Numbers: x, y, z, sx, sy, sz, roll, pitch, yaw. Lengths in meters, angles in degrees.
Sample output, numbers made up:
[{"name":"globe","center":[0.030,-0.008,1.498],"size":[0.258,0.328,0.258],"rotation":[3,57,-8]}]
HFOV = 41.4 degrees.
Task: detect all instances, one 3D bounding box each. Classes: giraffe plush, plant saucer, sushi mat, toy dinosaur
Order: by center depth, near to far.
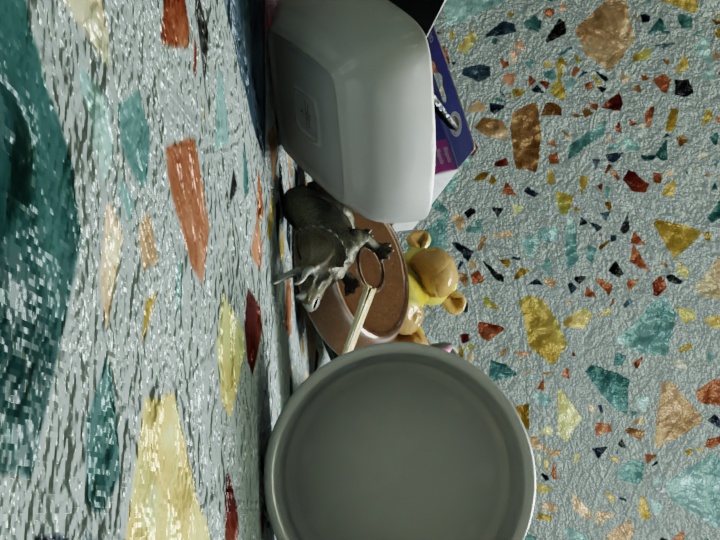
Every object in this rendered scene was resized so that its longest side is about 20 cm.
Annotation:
[{"name":"sushi mat","center":[-0.024,0.108,0.883],"size":[0.096,0.012,0.201],"rotation":[64,46,-88]},{"name":"toy dinosaur","center":[-0.034,-0.042,0.893],"size":[0.102,0.077,0.200],"rotation":[39,21,-40]},{"name":"plant saucer","center":[0.000,0.000,1.046],"size":[0.200,0.034,0.201],"rotation":[27,56,-50]},{"name":"giraffe plush","center":[0.066,0.027,1.290],"size":[0.200,0.162,0.173],"rotation":[22,-48,59]}]

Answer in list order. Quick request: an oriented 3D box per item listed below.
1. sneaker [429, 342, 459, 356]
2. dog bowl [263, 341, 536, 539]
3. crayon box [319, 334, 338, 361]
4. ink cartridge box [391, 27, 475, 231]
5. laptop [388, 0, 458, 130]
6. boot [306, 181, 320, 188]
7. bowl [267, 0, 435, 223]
[{"name":"sneaker","center":[0.050,0.169,1.135],"size":[0.095,0.200,0.079],"rotation":[49,4,0]},{"name":"dog bowl","center":[0.029,0.158,0.730],"size":[0.079,0.199,0.201],"rotation":[88,-1,-79]},{"name":"crayon box","center":[-0.012,0.072,1.162],"size":[0.200,0.051,0.127],"rotation":[-69,136,-85]},{"name":"ink cartridge box","center":[0.047,-0.172,1.077],"size":[0.200,0.043,0.197],"rotation":[124,-47,-62]},{"name":"laptop","center":[0.045,-0.253,0.855],"size":[0.177,0.103,0.200],"rotation":[56,10,28]},{"name":"boot","center":[-0.026,-0.068,1.158],"size":[0.200,0.074,0.097],"rotation":[-67,157,-79]},{"name":"bowl","center":[-0.018,-0.147,0.851],"size":[0.200,0.074,0.200],"rotation":[45,-30,44]}]
